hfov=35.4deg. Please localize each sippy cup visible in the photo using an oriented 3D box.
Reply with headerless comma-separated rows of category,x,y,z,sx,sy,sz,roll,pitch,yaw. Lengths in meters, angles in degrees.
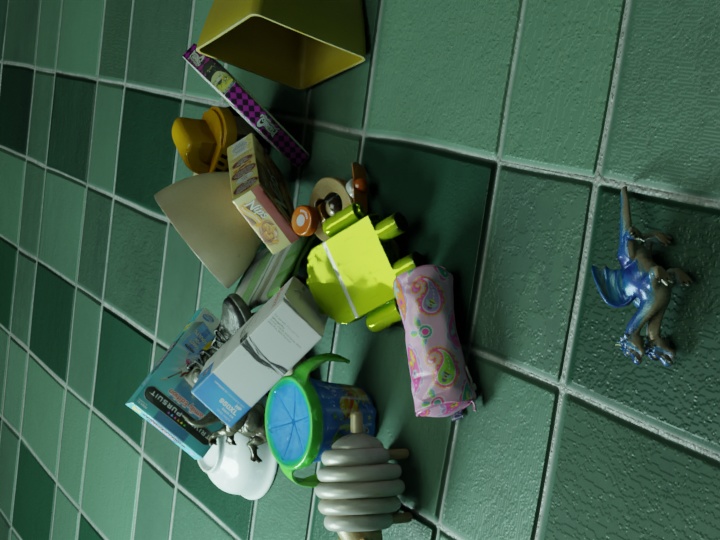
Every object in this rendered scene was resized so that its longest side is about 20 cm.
sippy cup,-0.052,0.220,1.656,0.178,0.130,0.140,-56,47,39

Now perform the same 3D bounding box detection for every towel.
towel,-0.146,0.009,1.845,0.200,0.031,0.150,-25,34,52

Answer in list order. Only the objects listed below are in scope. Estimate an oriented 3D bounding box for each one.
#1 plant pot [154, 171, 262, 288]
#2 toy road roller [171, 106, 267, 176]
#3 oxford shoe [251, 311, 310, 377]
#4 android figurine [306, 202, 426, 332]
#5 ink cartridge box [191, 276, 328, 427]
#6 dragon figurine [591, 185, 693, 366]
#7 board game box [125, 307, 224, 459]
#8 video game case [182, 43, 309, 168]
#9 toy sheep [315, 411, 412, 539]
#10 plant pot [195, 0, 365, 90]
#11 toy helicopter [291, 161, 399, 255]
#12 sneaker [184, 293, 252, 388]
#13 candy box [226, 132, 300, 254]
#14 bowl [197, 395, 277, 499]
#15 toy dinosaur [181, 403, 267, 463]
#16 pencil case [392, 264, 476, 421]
plant pot,-0.234,-0.090,1.901,0.134,0.200,0.200,-39,45,-1
toy road roller,-0.268,-0.197,1.990,0.123,0.145,0.200,60,135,39
oxford shoe,-0.142,0.145,1.846,0.200,0.074,0.071,56,132,42
android figurine,0.000,0.000,1.617,0.200,0.041,0.183,-32,80,35
ink cartridge box,-0.145,0.118,1.676,0.200,0.084,0.145,-45,8,11
dragon figurine,0.291,0.006,1.214,0.100,0.059,0.201,-52,49,41
board game box,-0.267,0.187,1.873,0.200,0.151,0.047,-55,15,-23
video game case,-0.186,-0.269,1.840,0.036,0.200,0.181,-46,43,1
toy sheep,0.001,0.297,1.570,0.138,0.137,0.201,-21,71,54
plant pot,-0.112,-0.414,1.742,0.200,0.199,0.177,-10,68,56
toy helicopter,-0.006,-0.074,1.676,0.200,0.079,0.133,42,114,37
sneaker,-0.219,0.132,1.790,0.076,0.114,0.200,44,143,38
candy box,-0.156,-0.125,1.789,0.055,0.116,0.200,-31,30,10
bowl,-0.227,0.300,1.953,0.201,0.090,0.202,-3,87,56
toy dinosaur,-0.187,0.246,1.830,0.077,0.199,0.103,-86,19,-76
pencil case,0.098,0.095,1.485,0.087,0.087,0.201,-33,62,51
